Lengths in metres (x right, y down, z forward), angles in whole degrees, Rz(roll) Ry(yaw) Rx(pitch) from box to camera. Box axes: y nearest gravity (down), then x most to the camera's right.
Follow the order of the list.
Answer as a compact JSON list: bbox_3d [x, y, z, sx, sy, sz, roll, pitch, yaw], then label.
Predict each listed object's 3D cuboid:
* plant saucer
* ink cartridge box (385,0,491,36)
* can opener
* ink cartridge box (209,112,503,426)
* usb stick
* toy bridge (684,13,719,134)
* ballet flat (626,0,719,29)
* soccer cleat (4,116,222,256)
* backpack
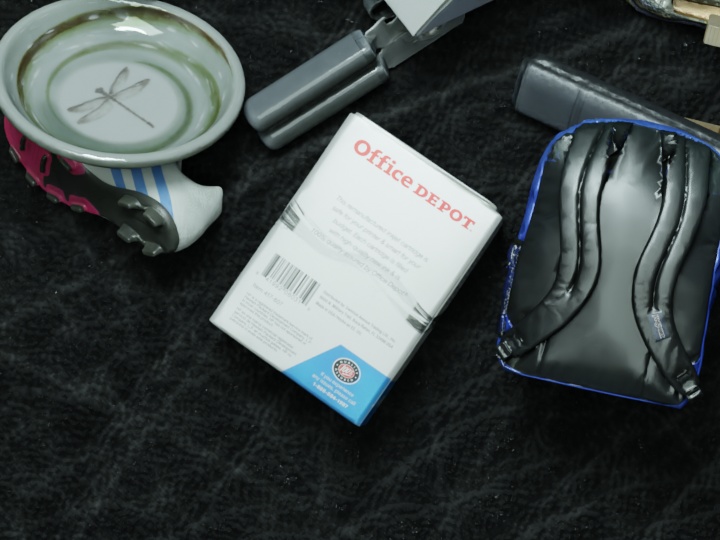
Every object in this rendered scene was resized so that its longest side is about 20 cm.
[{"bbox_3d":[-0.192,-0.139,1.606,0.199,0.050,0.201,5,46,-5],"label":"plant saucer"},{"bbox_3d":[0.043,-0.297,1.569,0.200,0.145,0.088,51,134,7],"label":"ink cartridge box"},{"bbox_3d":[-0.007,-0.177,1.630,0.200,0.053,0.067,-32,51,4],"label":"can opener"},{"bbox_3d":[0.000,0.000,1.591,0.146,0.084,0.200,35,90,7],"label":"ink cartridge box"},{"bbox_3d":[0.211,-0.110,1.584,0.200,0.033,0.056,26,124,15],"label":"usb stick"},{"bbox_3d":[0.296,-0.178,1.548,0.067,0.027,0.201,15,121,7],"label":"toy bridge"},{"bbox_3d":[0.301,-0.212,1.581,0.200,0.072,0.072,12,88,7],"label":"ballet flat"},{"bbox_3d":[-0.198,-0.081,1.635,0.200,0.070,0.086,34,46,22],"label":"soccer cleat"},{"bbox_3d":[0.190,-0.014,1.527,0.162,0.168,0.201,11,93,4],"label":"backpack"}]
